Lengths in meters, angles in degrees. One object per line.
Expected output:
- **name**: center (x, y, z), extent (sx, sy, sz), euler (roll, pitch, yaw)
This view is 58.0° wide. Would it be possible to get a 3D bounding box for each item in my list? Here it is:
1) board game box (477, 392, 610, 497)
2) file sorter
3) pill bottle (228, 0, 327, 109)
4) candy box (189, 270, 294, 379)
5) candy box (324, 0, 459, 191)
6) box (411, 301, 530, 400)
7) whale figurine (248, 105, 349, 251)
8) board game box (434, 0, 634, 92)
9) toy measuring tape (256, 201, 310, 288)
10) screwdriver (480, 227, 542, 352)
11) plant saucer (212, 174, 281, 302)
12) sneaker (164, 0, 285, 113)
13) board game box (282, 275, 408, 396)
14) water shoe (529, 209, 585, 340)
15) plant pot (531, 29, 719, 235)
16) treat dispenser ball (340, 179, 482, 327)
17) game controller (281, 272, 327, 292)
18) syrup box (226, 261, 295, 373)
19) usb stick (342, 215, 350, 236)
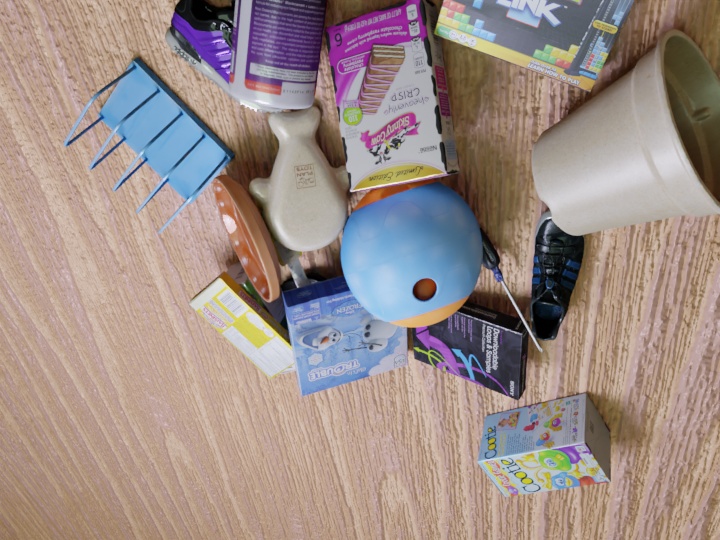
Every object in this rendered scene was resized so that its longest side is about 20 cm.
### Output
- **board game box**: center (0.317, 0.305, 1.121), extent (0.197, 0.106, 0.104), euler (-22, 117, 35)
- **file sorter**: center (-0.323, -0.179, 0.986), extent (0.200, 0.124, 0.138), euler (44, 131, -16)
- **pill bottle**: center (-0.095, -0.307, 0.777), extent (0.108, 0.112, 0.205), euler (15, 113, 10)
- **candy box**: center (-0.191, 0.097, 1.109), extent (0.101, 0.027, 0.200), euler (-31, 111, 38)
- **candy box**: center (0.039, -0.209, 0.799), extent (0.133, 0.061, 0.206), euler (-7, 97, 27)
- **box**: center (0.172, 0.115, 1.042), extent (0.196, 0.036, 0.146), euler (17, 133, 30)
- **whale figurine**: center (-0.088, -0.134, 0.952), extent (0.154, 0.104, 0.206), euler (-11, 107, -11)
- **board game box**: center (0.197, -0.313, 0.710), extent (0.195, 0.057, 0.168), euler (21, 133, 5)
- **toy measuring tape**: center (-0.121, -0.029, 1.049), extent (0.072, 0.074, 0.204), euler (-12, 110, 30)
- **screwdriver**: center (0.212, 0.031, 0.945), extent (0.204, 0.029, 0.028), euler (65, 151, 4)
- **plant saucer**: center (-0.169, -0.050, 0.987), extent (0.202, 0.032, 0.202), euler (55, 161, 30)
- **sneaker**: center (-0.164, -0.296, 0.863), extent (0.197, 0.070, 0.100), euler (33, 130, -6)
- **board game box**: center (-0.019, 0.099, 1.068), extent (0.195, 0.044, 0.203), euler (-15, 130, -12)
- **water shoe**: center (0.277, 0.012, 0.920), extent (0.069, 0.080, 0.204), euler (5, 129, 17)
- **plant pot**: center (0.303, -0.130, 0.737), extent (0.181, 0.202, 0.201), euler (-22, 118, 46)
- **treat dispenser ball**: center (0.070, -0.025, 0.893), extent (0.195, 0.203, 0.205), euler (11, 131, 13)
- **game controller**: center (-0.061, 0.090, 1.148), extent (0.102, 0.042, 0.203), euler (-14, 120, 30)
- **syrup box**: center (-0.169, 0.084, 1.162), extent (0.080, 0.079, 0.203), euler (-14, 120, 30)
- **usb stick**: center (0.000, 0.000, 1.056), extent (0.054, 0.033, 0.204), euler (1, 128, 3)
